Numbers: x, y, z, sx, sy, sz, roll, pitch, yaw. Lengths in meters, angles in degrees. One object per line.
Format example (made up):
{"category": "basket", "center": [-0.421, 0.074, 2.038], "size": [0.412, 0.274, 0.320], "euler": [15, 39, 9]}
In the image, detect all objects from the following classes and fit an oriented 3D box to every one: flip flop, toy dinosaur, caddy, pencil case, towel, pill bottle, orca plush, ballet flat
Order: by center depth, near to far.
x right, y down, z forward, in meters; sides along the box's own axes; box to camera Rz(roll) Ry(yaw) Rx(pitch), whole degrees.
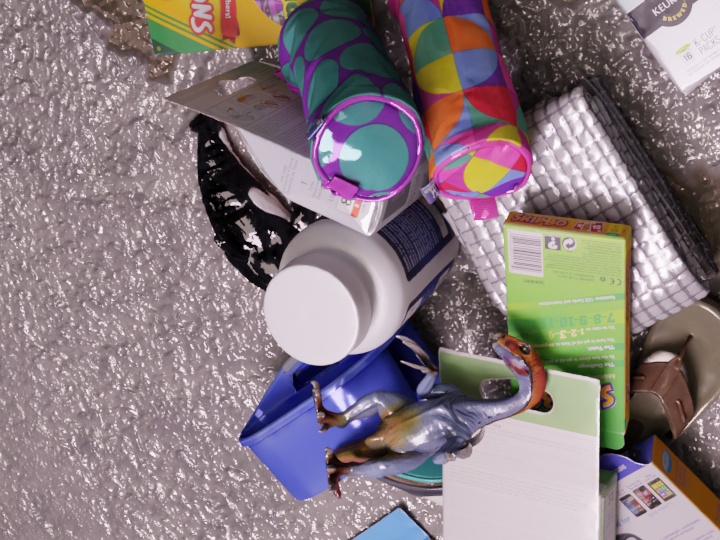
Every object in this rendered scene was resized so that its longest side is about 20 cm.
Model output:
{"category": "pencil case", "center": [-0.013, -0.133, 1.045], "size": [0.085, 0.201, 0.092], "euler": [37, 109, -28]}
{"category": "pencil case", "center": [0.074, -0.144, 1.047], "size": [0.088, 0.088, 0.202], "euler": [-29, 56, 31]}
{"category": "toy dinosaur", "center": [0.054, 0.107, 1.087], "size": [0.179, 0.200, 0.106], "euler": [-10, 77, -3]}
{"category": "towel", "center": [0.168, -0.039, 1.103], "size": [0.165, 0.086, 0.201], "euler": [-30, 97, 33]}
{"category": "pill bottle", "center": [0.000, 0.000, 1.126], "size": [0.110, 0.200, 0.112], "euler": [9, 113, 21]}
{"category": "flip flop", "center": [0.243, 0.106, 1.138], "size": [0.081, 0.058, 0.201], "euler": [38, 121, 7]}
{"category": "caddy", "center": [-0.021, 0.109, 1.216], "size": [0.199, 0.141, 0.105], "euler": [-35, 96, 31]}
{"category": "orca plush", "center": [-0.103, -0.048, 1.231], "size": [0.104, 0.071, 0.202], "euler": [-11, 105, 28]}
{"category": "ballet flat", "center": [0.096, 0.182, 1.234], "size": [0.197, 0.073, 0.074], "euler": [-4, 109, 19]}

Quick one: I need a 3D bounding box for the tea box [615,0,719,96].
{"category": "tea box", "center": [0.256, -0.266, 0.938], "size": [0.199, 0.134, 0.198], "euler": [-35, 92, 32]}

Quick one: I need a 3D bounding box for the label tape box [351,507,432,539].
{"category": "label tape box", "center": [0.047, 0.348, 1.325], "size": [0.143, 0.066, 0.201], "euler": [-39, 93, 32]}

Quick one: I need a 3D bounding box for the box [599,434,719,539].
{"category": "box", "center": [0.251, 0.224, 1.165], "size": [0.200, 0.042, 0.119], "euler": [45, 124, -12]}

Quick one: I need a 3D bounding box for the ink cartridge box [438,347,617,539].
{"category": "ink cartridge box", "center": [0.136, 0.160, 1.125], "size": [0.144, 0.048, 0.203], "euler": [10, 112, 29]}

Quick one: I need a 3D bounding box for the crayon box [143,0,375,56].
{"category": "crayon box", "center": [-0.093, -0.254, 1.156], "size": [0.198, 0.051, 0.129], "euler": [-1, 109, 25]}

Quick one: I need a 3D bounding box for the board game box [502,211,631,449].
{"category": "board game box", "center": [0.162, 0.050, 1.075], "size": [0.094, 0.030, 0.202], "euler": [8, 123, 22]}

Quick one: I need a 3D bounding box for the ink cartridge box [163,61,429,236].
{"category": "ink cartridge box", "center": [-0.043, -0.105, 1.127], "size": [0.198, 0.162, 0.051], "euler": [21, 116, 16]}
